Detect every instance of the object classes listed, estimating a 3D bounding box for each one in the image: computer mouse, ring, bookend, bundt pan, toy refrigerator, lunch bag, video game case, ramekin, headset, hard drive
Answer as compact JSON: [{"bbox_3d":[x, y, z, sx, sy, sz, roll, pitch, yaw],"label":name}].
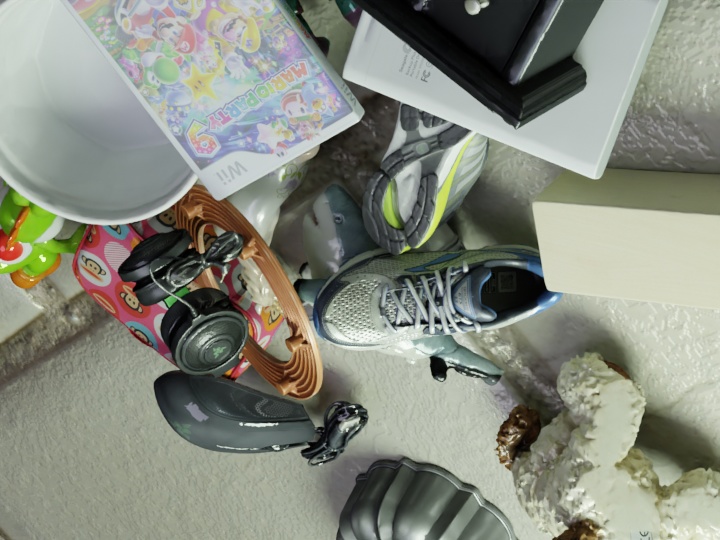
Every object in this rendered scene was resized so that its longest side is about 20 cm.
[{"bbox_3d":[-0.101,0.147,1.436,0.199,0.053,0.139,16,152,-11],"label":"computer mouse"},{"bbox_3d":[-0.098,0.021,1.250,0.200,0.019,0.201,46,155,28],"label":"ring"},{"bbox_3d":[0.085,-0.232,0.953,0.200,0.092,0.199,41,131,15],"label":"bookend"},{"bbox_3d":[0.059,0.283,1.482,0.201,0.076,0.202,22,137,23],"label":"bundt pan"},{"bbox_3d":[0.229,-0.024,1.083,0.200,0.070,0.076,5,121,35],"label":"toy refrigerator"},{"bbox_3d":[-0.172,0.020,1.431,0.200,0.082,0.176,39,140,3],"label":"lunch bag"},{"bbox_3d":[-0.110,-0.159,1.104,0.143,0.018,0.200,-27,111,29],"label":"video game case"},{"bbox_3d":[-0.200,-0.148,1.206,0.200,0.105,0.201,4,118,7],"label":"ramekin"},{"bbox_3d":[-0.130,0.015,1.224,0.124,0.094,0.200,55,173,9],"label":"headset"},{"bbox_3d":[0.096,-0.161,1.054,0.200,0.027,0.132,24,104,21],"label":"hard drive"}]

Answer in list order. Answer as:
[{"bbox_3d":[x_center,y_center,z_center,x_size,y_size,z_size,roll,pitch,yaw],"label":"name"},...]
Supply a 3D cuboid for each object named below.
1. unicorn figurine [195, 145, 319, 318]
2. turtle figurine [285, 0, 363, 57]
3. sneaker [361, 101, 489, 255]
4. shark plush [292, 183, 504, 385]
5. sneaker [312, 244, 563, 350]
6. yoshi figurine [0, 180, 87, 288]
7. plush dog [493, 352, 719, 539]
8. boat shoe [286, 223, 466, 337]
[{"bbox_3d":[-0.088,-0.060,1.260,0.137,0.074,0.200,55,141,28],"label":"unicorn figurine"},{"bbox_3d":[-0.066,-0.244,1.110,0.150,0.101,0.200,-13,121,44],"label":"turtle figurine"},{"bbox_3d":[0.067,-0.108,1.139,0.074,0.081,0.200,37,121,16],"label":"sneaker"},{"bbox_3d":[0.029,0.024,1.205,0.200,0.091,0.083,41,98,7],"label":"shark plush"},{"bbox_3d":[0.063,0.016,1.155,0.085,0.199,0.077,-169,68,-74],"label":"sneaker"},{"bbox_3d":[-0.310,-0.062,1.484,0.200,0.112,0.112,137,127,-64],"label":"yoshi figurine"},{"bbox_3d":[0.188,0.186,1.259,0.200,0.160,0.172,46,166,-2],"label":"plush dog"},{"bbox_3d":[0.000,0.000,1.286,0.200,0.072,0.066,-24,104,47],"label":"boat shoe"}]
